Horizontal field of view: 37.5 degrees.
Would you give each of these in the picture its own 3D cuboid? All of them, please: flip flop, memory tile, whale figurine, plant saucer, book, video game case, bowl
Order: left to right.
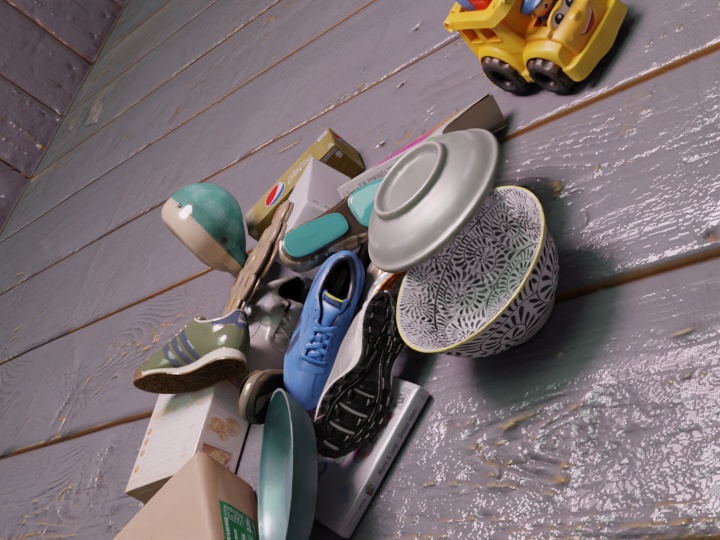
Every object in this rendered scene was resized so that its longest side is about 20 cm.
[{"bbox_3d":[-0.213,-0.058,1.620,0.104,0.200,0.159,-47,50,-4],"label":"whale figurine"},{"bbox_3d":[-0.151,0.003,1.479,0.200,0.017,0.153,-54,15,38],"label":"memory tile"},{"bbox_3d":[-0.127,0.157,1.302,0.200,0.058,0.081,46,-127,-79],"label":"flip flop"},{"bbox_3d":[-0.079,0.230,1.161,0.200,0.036,0.200,-175,90,-76],"label":"plant saucer"},{"bbox_3d":[-0.022,0.197,1.232,0.182,0.024,0.200,-60,29,-10],"label":"video game case"},{"bbox_3d":[0.076,-0.154,1.384,0.200,0.048,0.134,-24,7,45],"label":"book"},{"bbox_3d":[0.069,-0.091,1.195,0.200,0.050,0.200,-39,27,24],"label":"plant saucer"},{"bbox_3d":[0.141,0.019,1.107,0.201,0.094,0.201,-37,33,29],"label":"bowl"}]

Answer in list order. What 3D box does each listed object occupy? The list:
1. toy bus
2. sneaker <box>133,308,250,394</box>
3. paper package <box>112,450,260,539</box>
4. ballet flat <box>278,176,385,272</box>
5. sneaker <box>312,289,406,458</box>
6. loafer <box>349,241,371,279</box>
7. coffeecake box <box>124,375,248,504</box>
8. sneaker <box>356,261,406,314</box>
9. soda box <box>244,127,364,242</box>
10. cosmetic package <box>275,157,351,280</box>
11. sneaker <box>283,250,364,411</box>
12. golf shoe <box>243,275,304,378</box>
[{"bbox_3d":[0.196,-0.326,1.308,0.136,0.192,0.200,-56,30,-9],"label":"toy bus"},{"bbox_3d":[-0.222,0.107,1.430,0.200,0.067,0.090,-17,52,36],"label":"sneaker"},{"bbox_3d":[-0.205,0.351,1.254,0.191,0.103,0.200,-47,28,12],"label":"paper package"},{"bbox_3d":[-0.010,-0.057,1.326,0.200,0.075,0.068,-29,69,-6],"label":"ballet flat"},{"bbox_3d":[0.000,0.121,1.198,0.200,0.074,0.079,-66,11,-22],"label":"sneaker"},{"bbox_3d":[0.000,0.000,1.384,0.072,0.063,0.200,-26,40,62],"label":"loafer"},{"bbox_3d":[-0.227,0.218,1.466,0.153,0.073,0.200,-26,39,41],"label":"coffeecake box"},{"bbox_3d":[0.051,-0.019,1.312,0.200,0.076,0.092,-56,24,-8],"label":"sneaker"},{"bbox_3d":[-0.089,-0.120,1.639,0.200,0.068,0.064,-44,30,17],"label":"soda box"},{"bbox_3d":[-0.065,-0.075,1.491,0.102,0.074,0.200,-58,11,21],"label":"cosmetic package"},{"bbox_3d":[-0.047,0.070,1.269,0.078,0.066,0.200,100,-172,-81],"label":"sneaker"},{"bbox_3d":[-0.119,0.079,1.462,0.097,0.078,0.200,-33,35,24],"label":"golf shoe"}]
